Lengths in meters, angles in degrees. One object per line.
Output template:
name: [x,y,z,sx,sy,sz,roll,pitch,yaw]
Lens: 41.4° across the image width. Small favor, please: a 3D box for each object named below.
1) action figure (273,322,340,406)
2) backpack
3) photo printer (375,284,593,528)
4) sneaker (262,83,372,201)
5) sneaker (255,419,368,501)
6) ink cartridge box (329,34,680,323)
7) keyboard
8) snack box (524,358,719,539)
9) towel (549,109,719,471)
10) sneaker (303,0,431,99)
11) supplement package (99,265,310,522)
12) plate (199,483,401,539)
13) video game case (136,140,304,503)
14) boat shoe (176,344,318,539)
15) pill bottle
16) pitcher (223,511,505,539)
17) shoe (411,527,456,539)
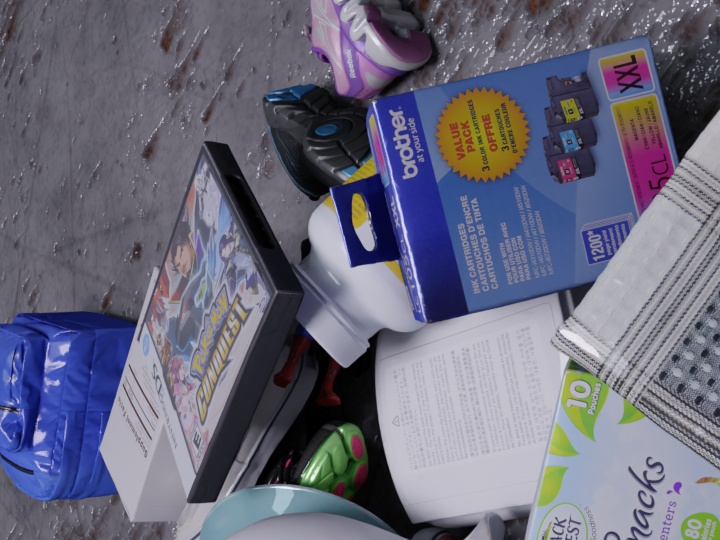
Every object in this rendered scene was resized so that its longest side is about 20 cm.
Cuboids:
action figure: [0.000,0.000,0.746,0.200,0.065,0.099,-70,11,-21]
backpack: [-0.339,0.153,1.059,0.162,0.168,0.200,11,98,52]
photo printer: [0.093,0.095,0.682,0.200,0.069,0.167,-25,69,42]
sneaker: [-0.021,-0.095,0.801,0.200,0.073,0.082,-131,27,-56]
sneaker: [-0.058,0.183,0.797,0.084,0.077,0.200,51,136,22]
ink cartridge box: [0.084,-0.048,0.577,0.076,0.200,0.137,132,123,-89]
keyboard: [-0.020,0.064,0.838,0.104,0.040,0.200,165,104,-68]
snack box: [0.169,0.159,0.551,0.142,0.053,0.200,13,105,16]
towel: [0.231,0.014,0.482,0.193,0.035,0.200,38,88,22]
sneaker: [-0.017,-0.228,0.822,0.088,0.080,0.200,-47,56,42]
supplement package: [-0.146,0.116,0.879,0.120,0.121,0.200,41,117,52]
plate: [-0.040,0.252,0.751,0.200,0.026,0.200,9,121,15]
video game case: [-0.112,0.036,0.701,0.181,0.025,0.200,59,135,44]
boat shoe: [-0.114,0.145,0.799,0.200,0.070,0.071,-58,19,9]
pill bottle: [0.036,-0.029,0.666,0.200,0.112,0.112,-43,52,-2]
pitcher: [-0.002,0.249,0.634,0.200,0.121,0.172,-5,82,16]
shoe: [0.088,0.285,0.677,0.091,0.071,0.200,-11,81,40]
